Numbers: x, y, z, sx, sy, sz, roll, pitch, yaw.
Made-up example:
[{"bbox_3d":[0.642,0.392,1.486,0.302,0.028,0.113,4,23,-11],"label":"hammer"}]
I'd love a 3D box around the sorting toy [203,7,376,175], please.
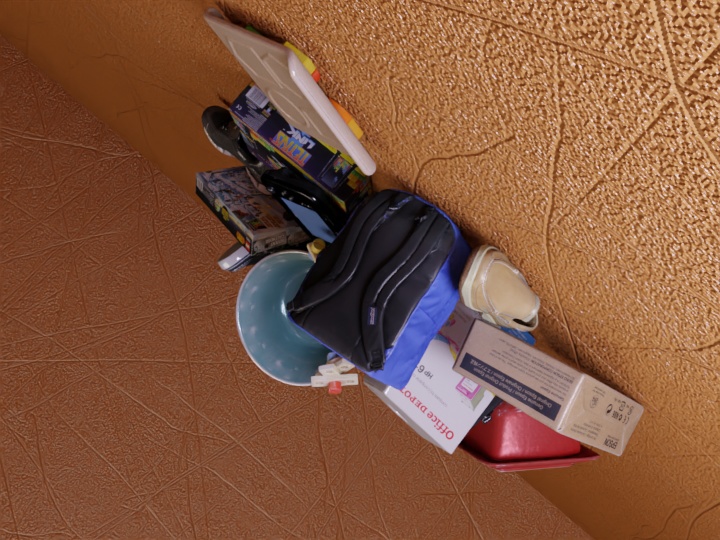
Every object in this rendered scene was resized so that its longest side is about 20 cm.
[{"bbox_3d":[-0.073,-0.203,1.027,0.200,0.037,0.185,40,174,44],"label":"sorting toy"}]

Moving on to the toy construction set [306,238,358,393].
[{"bbox_3d":[-0.010,0.060,1.228,0.129,0.203,0.092,5,165,-16],"label":"toy construction set"}]

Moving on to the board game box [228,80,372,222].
[{"bbox_3d":[-0.075,-0.147,1.248,0.199,0.057,0.165,39,171,11],"label":"board game box"}]

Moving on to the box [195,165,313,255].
[{"bbox_3d":[-0.150,-0.099,1.417,0.200,0.135,0.040,44,137,43],"label":"box"}]

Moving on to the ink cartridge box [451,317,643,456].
[{"bbox_3d":[0.231,0.145,1.136,0.164,0.076,0.199,26,180,41],"label":"ink cartridge box"}]

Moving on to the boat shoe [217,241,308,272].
[{"bbox_3d":[-0.130,-0.027,1.450,0.070,0.200,0.092,-18,104,47],"label":"boat shoe"}]

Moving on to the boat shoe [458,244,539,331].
[{"bbox_3d":[0.166,0.026,1.042,0.076,0.072,0.200,27,178,24],"label":"boat shoe"}]

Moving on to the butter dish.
[{"bbox_3d":[0.252,0.225,1.471,0.197,0.150,0.199,-1,-177,-16],"label":"butter dish"}]

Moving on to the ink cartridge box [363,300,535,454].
[{"bbox_3d":[0.121,0.125,1.273,0.144,0.201,0.084,42,172,-21],"label":"ink cartridge box"}]

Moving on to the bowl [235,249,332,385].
[{"bbox_3d":[-0.078,0.061,1.405,0.200,0.202,0.105,39,-160,9],"label":"bowl"}]

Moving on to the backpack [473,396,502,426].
[{"bbox_3d":[0.149,0.135,1.439,0.154,0.163,0.200,50,177,-13],"label":"backpack"}]

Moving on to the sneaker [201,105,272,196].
[{"bbox_3d":[-0.178,-0.204,1.413,0.200,0.066,0.091,46,159,27],"label":"sneaker"}]

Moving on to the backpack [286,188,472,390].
[{"bbox_3d":[0.036,0.015,1.096,0.161,0.202,0.168,30,178,26],"label":"backpack"}]

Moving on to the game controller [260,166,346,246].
[{"bbox_3d":[-0.058,-0.069,1.242,0.104,0.042,0.200,34,172,32],"label":"game controller"}]
